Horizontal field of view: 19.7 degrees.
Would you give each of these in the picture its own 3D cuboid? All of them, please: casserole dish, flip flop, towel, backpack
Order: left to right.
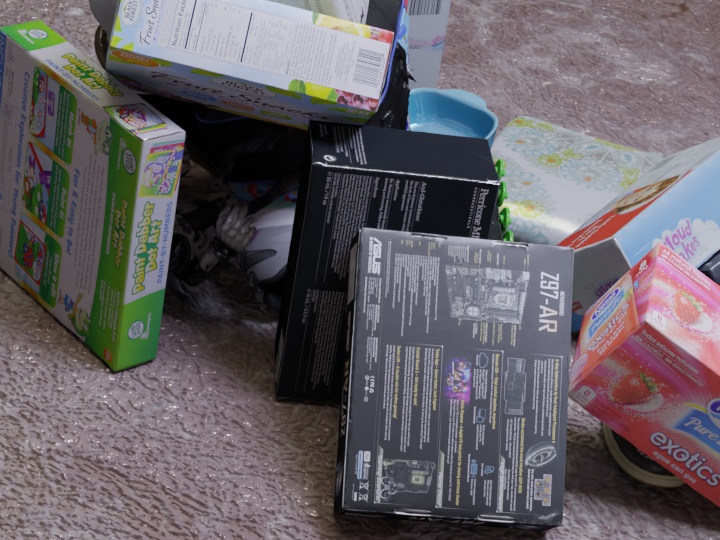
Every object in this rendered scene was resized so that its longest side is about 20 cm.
[{"bbox_3d":[-0.166,-0.139,1.790,0.057,0.200,0.082,-13,50,33],"label":"flip flop"},{"bbox_3d":[-0.039,-0.170,1.780,0.181,0.135,0.201,-2,49,16],"label":"backpack"},{"bbox_3d":[0.035,-0.095,1.832,0.121,0.039,0.200,26,51,37],"label":"casserole dish"},{"bbox_3d":[0.186,-0.068,1.873,0.170,0.048,0.200,16,31,15],"label":"towel"}]

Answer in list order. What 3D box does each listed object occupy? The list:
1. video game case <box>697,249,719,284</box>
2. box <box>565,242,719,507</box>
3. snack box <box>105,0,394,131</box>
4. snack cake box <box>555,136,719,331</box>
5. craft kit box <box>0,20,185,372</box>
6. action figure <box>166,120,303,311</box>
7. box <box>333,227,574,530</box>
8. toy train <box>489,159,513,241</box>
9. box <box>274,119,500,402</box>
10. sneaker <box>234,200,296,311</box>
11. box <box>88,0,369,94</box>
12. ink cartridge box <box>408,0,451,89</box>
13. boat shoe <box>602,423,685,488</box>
[{"bbox_3d":[0.332,-0.041,1.752,0.199,0.019,0.143,-35,8,-21],"label":"video game case"},{"bbox_3d":[0.259,0.089,1.507,0.199,0.095,0.103,36,36,-11],"label":"box"},{"bbox_3d":[-0.087,-0.158,1.547,0.198,0.068,0.169,12,-6,-8],"label":"snack box"},{"bbox_3d":[0.248,-0.035,1.718,0.200,0.067,0.115,-37,10,-34],"label":"snack cake box"},{"bbox_3d":[-0.216,-0.059,1.582,0.048,0.201,0.197,-14,39,-36],"label":"craft kit box"},{"bbox_3d":[-0.121,-0.054,1.628,0.200,0.102,0.119,-39,77,-18],"label":"action figure"},{"bbox_3d":[0.067,0.077,1.471,0.159,0.202,0.044,5,-11,-9],"label":"box"},{"bbox_3d":[0.102,-0.020,1.728,0.041,0.057,0.201,12,42,-14],"label":"toy train"},{"bbox_3d":[0.016,-0.001,1.558,0.140,0.201,0.079,7,29,-6],"label":"box"},{"bbox_3d":[0.000,0.000,1.684,0.198,0.078,0.140,-9,37,-14],"label":"sneaker"},{"bbox_3d":[-0.108,-0.256,1.647,0.198,0.200,0.131,-2,52,14],"label":"box"},{"bbox_3d":[-0.001,-0.225,1.921,0.145,0.201,0.083,-5,31,-25],"label":"ink cartridge box"},{"bbox_3d":[0.228,0.089,1.608,0.073,0.065,0.201,10,32,-4],"label":"boat shoe"}]
